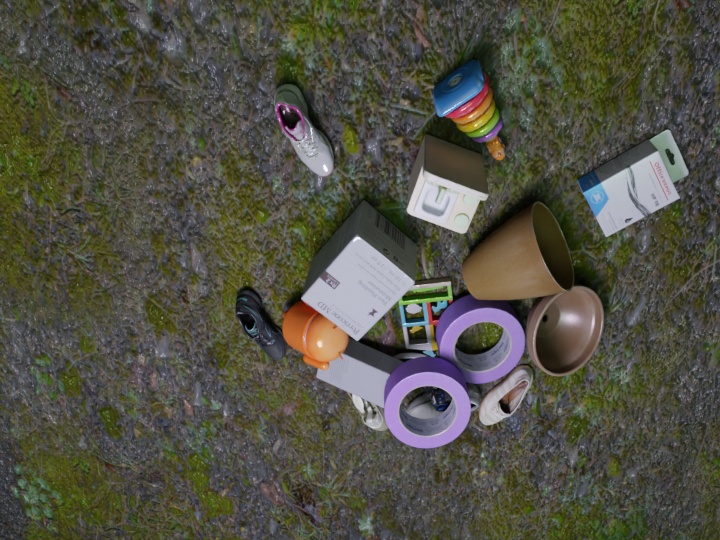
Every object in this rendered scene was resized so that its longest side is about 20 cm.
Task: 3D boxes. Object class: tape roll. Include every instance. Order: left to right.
[{"bbox_3d":[0.150,0.300,1.487,0.193,0.066,0.206,1,114,1],"label":"tape roll"},{"bbox_3d":[0.273,0.157,1.504,0.193,0.066,0.206,-1,118,-2],"label":"tape roll"}]

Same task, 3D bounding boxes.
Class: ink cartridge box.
[{"bbox_3d":[0.550,-0.173,1.308,0.197,0.067,0.117,-30,112,21],"label":"ink cartridge box"}]

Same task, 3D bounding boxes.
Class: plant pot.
[{"bbox_3d":[0.317,-0.015,1.374,0.197,0.188,0.188,-24,115,33],"label":"plant pot"},{"bbox_3d":[0.433,0.120,1.450,0.195,0.092,0.208,-8,108,-24],"label":"plant pot"}]

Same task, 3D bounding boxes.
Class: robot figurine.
[{"bbox_3d":[-0.101,0.139,1.489,0.115,0.198,0.147,31,81,-38],"label":"robot figurine"}]

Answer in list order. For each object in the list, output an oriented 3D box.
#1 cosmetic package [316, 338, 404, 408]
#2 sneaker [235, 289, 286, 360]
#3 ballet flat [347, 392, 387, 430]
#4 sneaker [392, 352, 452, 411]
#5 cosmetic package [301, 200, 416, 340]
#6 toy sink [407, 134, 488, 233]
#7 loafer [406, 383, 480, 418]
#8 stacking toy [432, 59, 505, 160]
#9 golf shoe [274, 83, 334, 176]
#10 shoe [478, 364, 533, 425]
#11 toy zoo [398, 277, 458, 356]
[{"bbox_3d":[-0.001,0.238,1.571,0.195,0.074,0.104,22,121,10],"label":"cosmetic package"},{"bbox_3d":[-0.246,0.146,1.572,0.074,0.080,0.203,-22,116,17],"label":"sneaker"},{"bbox_3d":[0.016,0.350,1.665,0.068,0.070,0.203,-20,116,17],"label":"ballet flat"},{"bbox_3d":[0.162,0.272,1.569,0.193,0.114,0.074,12,138,-2],"label":"sneaker"},{"bbox_3d":[0.000,0.000,1.410,0.163,0.167,0.200,36,118,-14],"label":"cosmetic package"},{"bbox_3d":[0.165,-0.159,1.274,0.126,0.202,0.114,17,121,-5],"label":"toy sink"},{"bbox_3d":[0.204,0.339,1.634,0.195,0.070,0.071,-23,115,18],"label":"loafer"},{"bbox_3d":[0.232,-0.290,1.269,0.108,0.118,0.200,-28,125,23],"label":"stacking toy"},{"bbox_3d":[-0.118,-0.268,1.317,0.074,0.092,0.203,-25,116,17],"label":"golf shoe"},{"bbox_3d":[0.355,0.316,1.614,0.068,0.054,0.203,26,119,-9],"label":"shoe"},{"bbox_3d":[0.160,0.116,1.542,0.127,0.021,0.205,-6,119,10],"label":"toy zoo"}]
